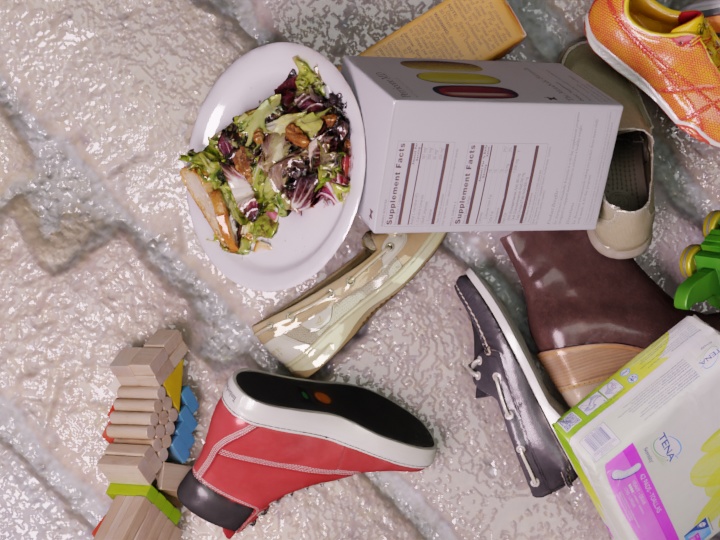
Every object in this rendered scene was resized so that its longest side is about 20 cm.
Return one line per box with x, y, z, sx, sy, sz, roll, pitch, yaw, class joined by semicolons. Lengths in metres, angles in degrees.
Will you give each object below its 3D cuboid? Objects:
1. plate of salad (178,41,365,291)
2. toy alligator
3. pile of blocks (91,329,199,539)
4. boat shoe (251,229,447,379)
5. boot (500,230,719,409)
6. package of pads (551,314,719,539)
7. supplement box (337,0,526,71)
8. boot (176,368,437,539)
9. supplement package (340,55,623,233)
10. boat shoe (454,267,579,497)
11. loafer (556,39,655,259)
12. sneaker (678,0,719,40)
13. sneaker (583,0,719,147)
-0.078;-0.084;1.224;0.048;0.200;0.201;5;85;-49;plate of salad
0.328;-0.031;1.290;0.200;0.059;0.054;-52;124;-20;toy alligator
-0.179;0.149;1.260;0.062;0.082;0.201;-2;74;36;pile of blocks
-0.001;0.000;1.274;0.063;0.073;0.201;45;91;-7;boat shoe
0.232;0.015;1.299;0.199;0.072;0.167;-18;84;-13;boot
0.256;0.146;1.245;0.154;0.068;0.200;-38;135;-6;package of pads
0.039;-0.166;1.289;0.200;0.067;0.069;-35;91;-6;supplement box
-0.045;0.166;1.266;0.200;0.072;0.145;14;115;-27;boot
0.088;-0.101;1.225;0.199;0.114;0.110;-2;115;-24;supplement package
0.124;0.094;1.284;0.060;0.074;0.200;-30;90;10;boat shoe
0.213;-0.112;1.287;0.075;0.068;0.201;-8;70;-10;loafer
0.364;-0.171;1.320;0.199;0.078;0.112;5;85;-6;sneaker
0.279;-0.168;1.281;0.200;0.077;0.073;35;42;-7;sneaker
